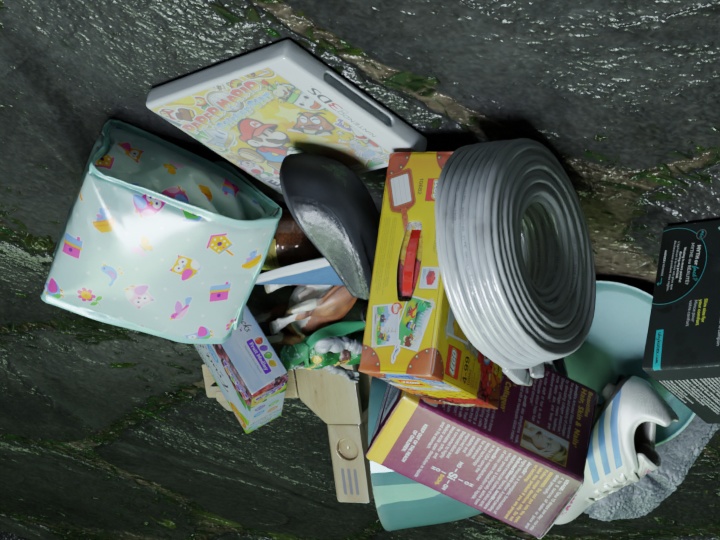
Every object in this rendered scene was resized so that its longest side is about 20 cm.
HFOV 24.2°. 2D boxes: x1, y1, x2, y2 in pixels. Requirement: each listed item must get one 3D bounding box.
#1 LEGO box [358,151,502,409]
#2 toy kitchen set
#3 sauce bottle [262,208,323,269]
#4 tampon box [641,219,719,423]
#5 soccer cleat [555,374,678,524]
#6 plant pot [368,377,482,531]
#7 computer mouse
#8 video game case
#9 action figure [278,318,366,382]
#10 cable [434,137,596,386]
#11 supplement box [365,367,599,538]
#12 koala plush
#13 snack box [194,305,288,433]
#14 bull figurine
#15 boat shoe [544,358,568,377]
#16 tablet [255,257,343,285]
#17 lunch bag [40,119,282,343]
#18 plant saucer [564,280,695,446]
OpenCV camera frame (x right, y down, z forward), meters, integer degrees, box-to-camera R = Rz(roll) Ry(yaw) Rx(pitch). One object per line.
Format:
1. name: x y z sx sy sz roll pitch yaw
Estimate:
1. LEGO box: 0.076 0.011 1.529 0.076 0.203 0.149 1 166 29
2. toy kitchen set: -0.091 0.192 2.007 0.198 0.183 0.163 -1 -163 23
3. sauce bottle: -0.083 -0.031 1.723 0.197 0.067 0.066 3 155 14
4. tampon box: 0.378 0.042 1.518 0.198 0.152 0.126 -7 149 41
5. soccer cleat: 0.257 0.202 1.736 0.086 0.070 0.201 38 123 22
6. plant pot: 0.106 0.206 2.010 0.159 0.203 0.201 -4 154 11
7. computer mouse: 0.001 -0.035 1.555 0.052 0.139 0.201 -26 116 26
8. video game case: -0.069 -0.134 1.535 0.181 0.023 0.199 32 151 -36
9. action figure: -0.004 0.087 1.866 0.198 0.055 0.118 -6 157 -31
10. cable: 0.136 -0.016 1.462 0.069 0.203 0.199 -9 156 33
11. supplement box: 0.122 0.153 1.672 0.198 0.132 0.104 26 130 -4
12. koala plush: 0.297 0.184 1.896 0.176 0.185 0.200 27 -176 7
13. snack box: -0.152 0.065 1.845 0.053 0.201 0.142 -28 163 -15
14. bull figurine: -0.062 0.049 1.876 0.120 0.066 0.200 -14 158 -23
15. boat shoe: 0.175 0.041 1.695 0.064 0.074 0.201 -1 134 15
16. tablet: 0.000 0.000 1.715 0.199 0.014 0.129 2 169 -44
17. lunch bag: -0.190 -0.027 1.647 0.198 0.122 0.172 20 119 -11
18. plant saucer: 0.263 0.093 1.748 0.198 0.036 0.202 11 120 20
